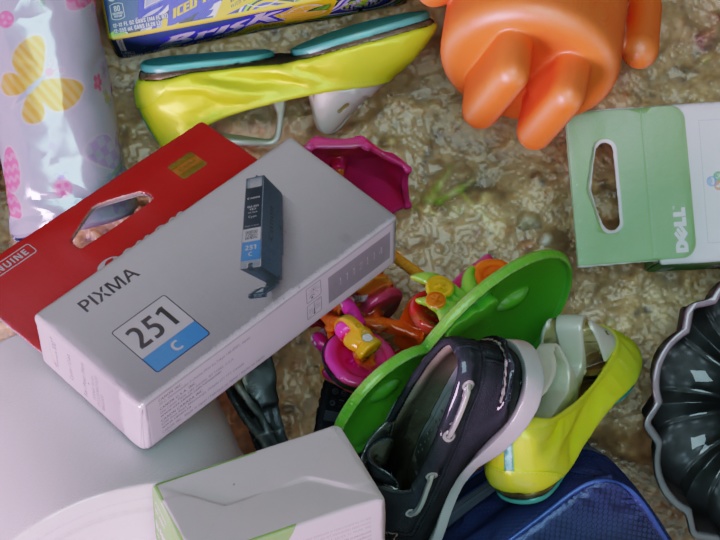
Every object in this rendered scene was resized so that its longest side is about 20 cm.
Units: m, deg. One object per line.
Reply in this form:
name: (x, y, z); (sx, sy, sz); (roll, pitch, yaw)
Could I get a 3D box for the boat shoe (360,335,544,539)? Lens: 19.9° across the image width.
boat shoe: (0.029, 0.110, 1.195); (0.060, 0.076, 0.201); (12, 123, -32)

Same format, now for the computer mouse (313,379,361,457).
computer mouse: (-0.012, 0.144, 1.308); (0.058, 0.034, 0.201); (14, 72, -2)

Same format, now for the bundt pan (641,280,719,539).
bundt pan: (0.269, 0.087, 1.306); (0.200, 0.076, 0.204); (-1, 95, -7)

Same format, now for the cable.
cable: (-0.074, 0.091, 1.286); (0.050, 0.097, 0.201); (-12, 80, -15)

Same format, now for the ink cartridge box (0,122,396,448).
ink cartridge box: (-0.108, -0.011, 1.194); (0.176, 0.045, 0.200); (36, 58, 29)

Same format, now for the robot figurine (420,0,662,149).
robot figurine: (0.114, -0.175, 1.299); (0.143, 0.117, 0.201); (-2, 56, 18)

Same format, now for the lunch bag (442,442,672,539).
lunch bag: (0.096, 0.203, 1.274); (0.199, 0.132, 0.136); (-34, 106, -3)

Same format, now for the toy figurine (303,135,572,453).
toy figurine: (0.000, 0.000, 1.278); (0.199, 0.151, 0.184); (-28, 60, -36)

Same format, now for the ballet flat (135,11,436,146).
ballet flat: (-0.045, -0.118, 1.328); (0.198, 0.067, 0.068); (-11, 102, 1)

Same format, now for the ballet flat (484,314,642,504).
ballet flat: (0.125, 0.066, 1.258); (0.066, 0.200, 0.067); (-1, 115, 26)

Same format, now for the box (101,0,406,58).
box: (-0.070, -0.194, 1.336); (0.198, 0.064, 0.071); (-11, 85, -2)

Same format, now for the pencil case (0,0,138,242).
pencil case: (-0.195, -0.120, 1.294); (0.082, 0.091, 0.202); (-9, 98, 4)

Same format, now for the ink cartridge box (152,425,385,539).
ink cartridge box: (-0.049, 0.196, 1.161); (0.116, 0.201, 0.067); (-16, 40, -19)

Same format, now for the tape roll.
tape roll: (-0.160, 0.148, 1.213); (0.202, 0.203, 0.140); (-27, 49, -4)

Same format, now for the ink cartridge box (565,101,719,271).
ink cartridge box: (0.231, -0.055, 1.336); (0.198, 0.059, 0.105); (-4, 85, -2)
